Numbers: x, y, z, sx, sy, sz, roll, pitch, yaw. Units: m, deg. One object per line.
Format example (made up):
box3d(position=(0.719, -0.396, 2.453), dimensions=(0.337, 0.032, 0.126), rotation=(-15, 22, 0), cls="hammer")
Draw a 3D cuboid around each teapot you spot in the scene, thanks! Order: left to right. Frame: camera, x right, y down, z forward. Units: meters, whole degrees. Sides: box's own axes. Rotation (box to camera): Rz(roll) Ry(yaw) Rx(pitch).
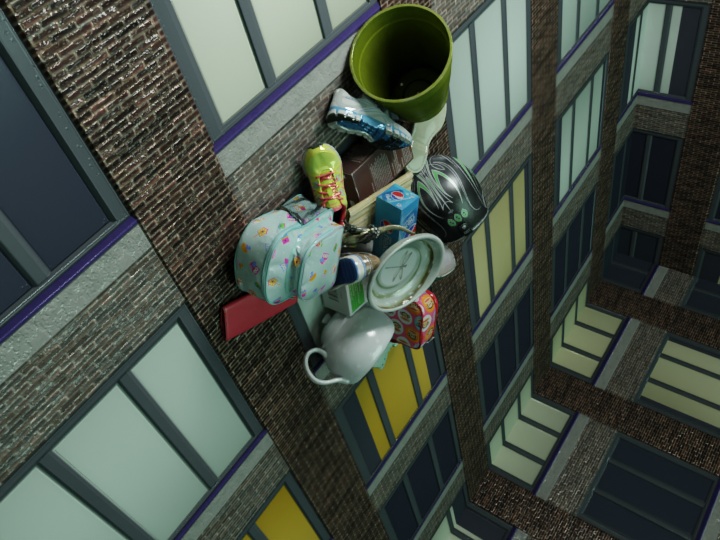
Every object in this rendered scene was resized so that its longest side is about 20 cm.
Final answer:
box3d(position=(-0.028, 0.156, 1.507), dimensions=(0.197, 0.146, 0.200), rotation=(-52, -175, 15), cls="teapot")

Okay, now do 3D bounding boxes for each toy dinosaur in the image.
box3d(position=(0.006, -0.072, 1.292), dimensions=(0.088, 0.200, 0.048), rotation=(50, 30, -76), cls="toy dinosaur")

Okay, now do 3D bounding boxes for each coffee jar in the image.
box3d(position=(0.136, 0.006, 1.624), dimensions=(0.104, 0.200, 0.085), rotation=(-29, 88, -42), cls="coffee jar")

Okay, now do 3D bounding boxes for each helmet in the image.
box3d(position=(0.198, -0.182, 1.582), dimensions=(0.191, 0.200, 0.200), rotation=(50, 61, -17), cls="helmet")

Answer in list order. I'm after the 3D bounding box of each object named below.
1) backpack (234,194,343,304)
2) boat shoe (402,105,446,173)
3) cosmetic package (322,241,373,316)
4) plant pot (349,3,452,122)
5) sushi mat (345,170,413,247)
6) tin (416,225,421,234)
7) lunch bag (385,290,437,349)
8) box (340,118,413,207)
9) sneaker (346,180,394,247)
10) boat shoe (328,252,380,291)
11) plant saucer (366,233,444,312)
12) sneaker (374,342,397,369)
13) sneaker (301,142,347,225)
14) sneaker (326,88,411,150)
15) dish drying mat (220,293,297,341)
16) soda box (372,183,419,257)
box3d(position=(-0.132, -0.027, 1.219), dimensions=(0.200, 0.153, 0.176), rotation=(-25, 137, -44), cls="backpack")
box3d(position=(0.139, -0.325, 1.542), dimensions=(0.072, 0.061, 0.201), rotation=(25, 84, -24), cls="boat shoe")
box3d(position=(0.000, 0.000, 1.504), dimensions=(0.200, 0.085, 0.108), rotation=(-41, 136, -36), cls="cosmetic package")
box3d(position=(0.102, -0.396, 1.330), dimensions=(0.201, 0.200, 0.193), rotation=(-66, 160, -3), cls="plant pot")
box3d(position=(0.040, -0.130, 1.379), dimensions=(0.200, 0.012, 0.096), rotation=(-36, 145, -33), cls="sushi mat")
box3d(position=(0.111, -0.101, 1.573), dimensions=(0.042, 0.112, 0.200), rotation=(-28, 169, 12), cls="tin")
box3d(position=(0.087, 0.104, 1.594), dimensions=(0.082, 0.200, 0.176), rotation=(-35, 139, -40), cls="lunch bag")
box3d(position=(0.026, -0.230, 1.405), dimensions=(0.200, 0.075, 0.100), rotation=(-49, 140, -30), cls="box")
box3d(position=(0.020, -0.129, 1.459), dimensions=(0.200, 0.078, 0.090), rotation=(-43, 148, -24), cls="sneaker")
box3d(position=(-0.030, 0.000, 1.327), dimensions=(0.072, 0.200, 0.072), rotation=(-15, 98, -31), cls="boat shoe")
box3d(position=(0.085, -0.003, 1.370), dimensions=(0.200, 0.050, 0.200), rotation=(-27, 141, -24), cls="plant saucer")
box3d(position=(0.067, 0.196, 1.739), dimensions=(0.200, 0.074, 0.118), rotation=(-10, 111, -44), cls="sneaker")
box3d(position=(-0.060, -0.157, 1.284), dimensions=(0.078, 0.090, 0.200), rotation=(-18, 134, -4), cls="sneaker")
box3d(position=(0.025, -0.306, 1.309), dimensions=(0.200, 0.075, 0.087), rotation=(18, 65, -34), cls="sneaker")
box3d(position=(-0.199, 0.067, 1.303), dimensions=(0.200, 0.018, 0.077), rotation=(-29, 131, -45), cls="dish drying mat")
box3d(position=(0.072, -0.079, 1.393), dimensions=(0.064, 0.068, 0.200), rotation=(-39, 148, -34), cls="soda box")
